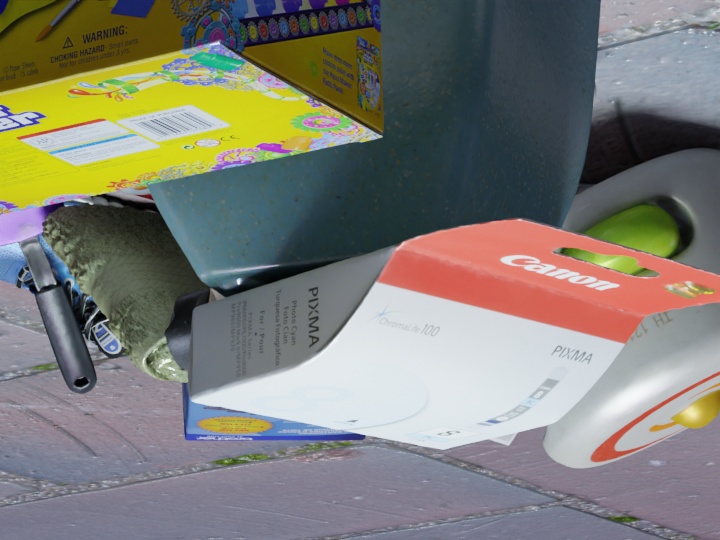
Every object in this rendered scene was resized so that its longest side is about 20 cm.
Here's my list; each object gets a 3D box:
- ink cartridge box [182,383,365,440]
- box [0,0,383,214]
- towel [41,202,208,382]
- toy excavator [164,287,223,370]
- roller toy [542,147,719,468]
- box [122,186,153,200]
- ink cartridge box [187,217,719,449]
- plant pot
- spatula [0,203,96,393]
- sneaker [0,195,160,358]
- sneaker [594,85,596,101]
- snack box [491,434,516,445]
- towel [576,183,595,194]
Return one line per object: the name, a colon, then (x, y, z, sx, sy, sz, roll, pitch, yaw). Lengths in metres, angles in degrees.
ink cartridge box: (-0.057, 0.071, 1.993, 0.136, 0.077, 0.200, 0, 165, -4)
box: (-0.107, -0.139, 1.083, 0.200, 0.193, 0.122, -11, 161, 28)
towel: (-0.081, 0.015, 1.657, 0.200, 0.148, 0.037, 6, 124, -45)
toy excavator: (0.000, 0.000, 1.606, 0.100, 0.195, 0.200, -16, 145, 38)
roller toy: (0.171, 0.028, 1.660, 0.200, 0.140, 0.182, -15, 161, -43)
box: (-0.080, -0.086, 1.525, 0.200, 0.039, 0.137, -16, 159, 39)
ink cartridge box: (0.049, 0.031, 1.217, 0.160, 0.047, 0.200, 15, 159, -42)
plant pot: (-0.001, -0.080, 1.274, 0.196, 0.201, 0.196, -7, 162, 18)
spatula: (-0.188, 0.002, 1.678, 0.056, 0.021, 0.200, -19, 134, -3)
sneaker: (-0.163, 0.004, 1.736, 0.199, 0.089, 0.079, 7, 161, -18)
sneaker: (0.054, -0.065, 1.452, 0.200, 0.081, 0.076, -16, 148, -40)
snack box: (0.025, 0.030, 1.694, 0.072, 0.200, 0.024, 19, 113, -38)
towel: (0.100, -0.015, 1.804, 0.146, 0.024, 0.200, -3, 164, 8)
